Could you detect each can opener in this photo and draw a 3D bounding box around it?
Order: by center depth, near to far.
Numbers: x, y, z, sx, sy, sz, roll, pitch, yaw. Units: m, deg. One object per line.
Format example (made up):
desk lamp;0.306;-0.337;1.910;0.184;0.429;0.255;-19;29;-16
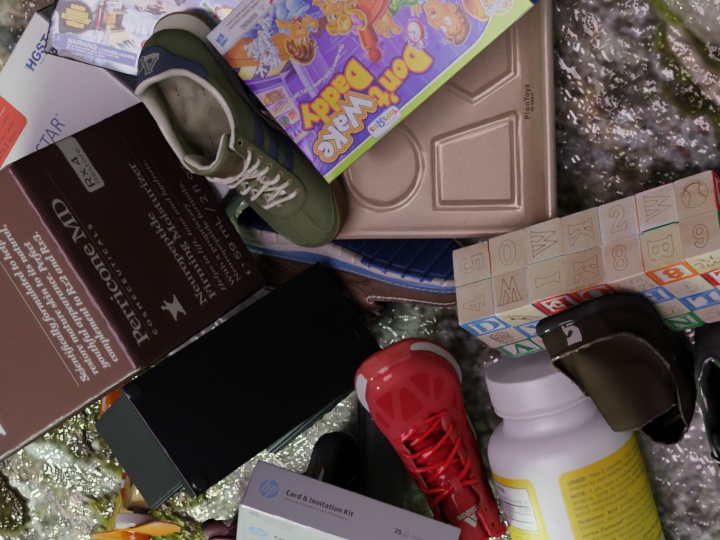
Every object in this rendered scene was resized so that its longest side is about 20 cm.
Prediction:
can opener;0.032;0.191;1.665;0.066;0.053;0.202;-3;112;-10

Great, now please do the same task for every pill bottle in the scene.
pill bottle;0.156;0.158;1.552;0.110;0.111;0.202;-9;107;26

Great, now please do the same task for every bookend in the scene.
bookend;-0.112;0.111;1.561;0.092;0.199;0.199;54;143;5

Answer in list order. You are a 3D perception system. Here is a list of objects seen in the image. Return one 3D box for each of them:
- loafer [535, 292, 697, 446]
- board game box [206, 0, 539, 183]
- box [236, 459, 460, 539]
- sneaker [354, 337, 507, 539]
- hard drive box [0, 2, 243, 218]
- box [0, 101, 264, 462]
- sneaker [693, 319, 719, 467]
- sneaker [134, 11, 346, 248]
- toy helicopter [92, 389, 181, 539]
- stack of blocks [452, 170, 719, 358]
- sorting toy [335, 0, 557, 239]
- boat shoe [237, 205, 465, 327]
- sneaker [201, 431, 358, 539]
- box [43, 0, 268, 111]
loafer;0.188;0.072;1.458;0.073;0.199;0.072;-24;62;26
board game box;0.010;-0.175;1.440;0.200;0.045;0.135;-40;92;27
box;-0.015;0.219;1.559;0.154;0.041;0.200;18;152;5
sneaker;0.064;0.136;1.529;0.078;0.200;0.116;-30;55;5
hard drive box;-0.191;-0.088;1.627;0.200;0.077;0.156;39;120;6
box;-0.206;0.006;1.506;0.164;0.200;0.167;-31;92;29
sneaker;0.281;0.129;1.499;0.075;0.091;0.201;-23;101;27
sneaker;-0.090;-0.081;1.481;0.067;0.090;0.201;-30;108;27
toy helicopter;-0.181;0.185;1.712;0.078;0.133;0.201;7;137;-14
stack of blocks;0.178;0.004;1.472;0.198;0.115;0.059;-17;63;26
sorting toy;0.052;-0.117;1.517;0.198;0.036;0.187;0;94;28
boat shoe;0.000;0.000;1.586;0.199;0.072;0.073;16;127;32
sneaker;-0.073;0.204;1.694;0.115;0.076;0.202;21;118;18
box;-0.118;-0.200;1.522;0.198;0.040;0.138;14;101;6
